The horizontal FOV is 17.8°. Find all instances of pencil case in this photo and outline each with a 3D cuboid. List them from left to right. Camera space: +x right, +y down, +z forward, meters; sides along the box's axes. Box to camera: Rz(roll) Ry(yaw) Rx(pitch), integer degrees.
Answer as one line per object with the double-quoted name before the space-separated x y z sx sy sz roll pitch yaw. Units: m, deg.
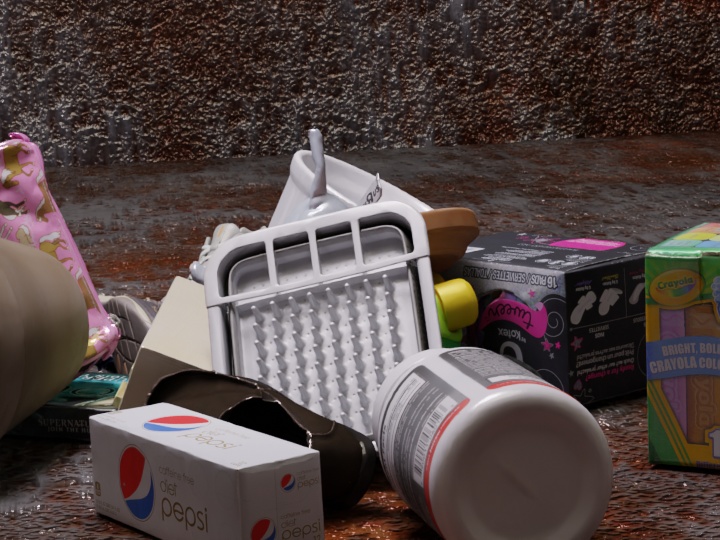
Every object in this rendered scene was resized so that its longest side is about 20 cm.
"pencil case" -0.263 -0.008 1.832 0.086 0.201 0.083 -22 -7 -35

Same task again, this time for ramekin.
"ramekin" 0.005 -0.022 2.146 0.199 0.098 0.201 28 12 -6

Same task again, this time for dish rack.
"dish rack" -0.022 0.056 1.660 0.170 0.201 0.044 -13 -33 9

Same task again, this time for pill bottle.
"pill bottle" 0.075 0.112 1.450 0.115 0.117 0.200 -4 9 -12

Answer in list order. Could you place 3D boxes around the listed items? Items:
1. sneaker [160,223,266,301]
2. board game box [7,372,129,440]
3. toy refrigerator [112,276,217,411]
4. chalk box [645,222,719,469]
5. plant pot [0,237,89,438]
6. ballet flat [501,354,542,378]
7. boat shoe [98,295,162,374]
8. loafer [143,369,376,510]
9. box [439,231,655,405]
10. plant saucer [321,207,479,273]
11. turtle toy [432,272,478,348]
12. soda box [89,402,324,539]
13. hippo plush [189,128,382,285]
"sneaker" -0.144 0.003 2.261 0.075 0.093 0.200 1 10 22
"board game box" -0.253 0.106 1.851 0.198 0.028 0.135 1 9 21
"toy refrigerator" -0.140 0.072 1.766 0.069 0.076 0.200 20 15 -3
"chalk box" 0.277 0.032 1.627 0.123 0.202 0.124 3 10 30
"plant pot" -0.296 0.048 1.710 0.198 0.202 0.173 3 6 30
"ballet flat" 0.111 0.116 1.683 0.066 0.057 0.200 25 14 -3
"boat shoe" -0.187 0.052 2.027 0.073 0.075 0.200 -6 11 -21
"loafer" -0.079 0.104 1.569 0.199 0.074 0.071 12 -14 38
"box" 0.144 0.039 1.896 0.131 0.116 0.199 -11 11 -39
"plant saucer" 0.000 0.000 1.810 0.199 0.033 0.200 -17 -9 -3
"turtle toy" 0.025 0.071 1.746 0.145 0.102 0.200 -16 8 -13
"soda box" -0.102 0.137 1.488 0.063 0.069 0.199 -9 11 -33
"hippo plush" -0.049 0.027 1.954 0.159 0.201 0.160 37 49 20
